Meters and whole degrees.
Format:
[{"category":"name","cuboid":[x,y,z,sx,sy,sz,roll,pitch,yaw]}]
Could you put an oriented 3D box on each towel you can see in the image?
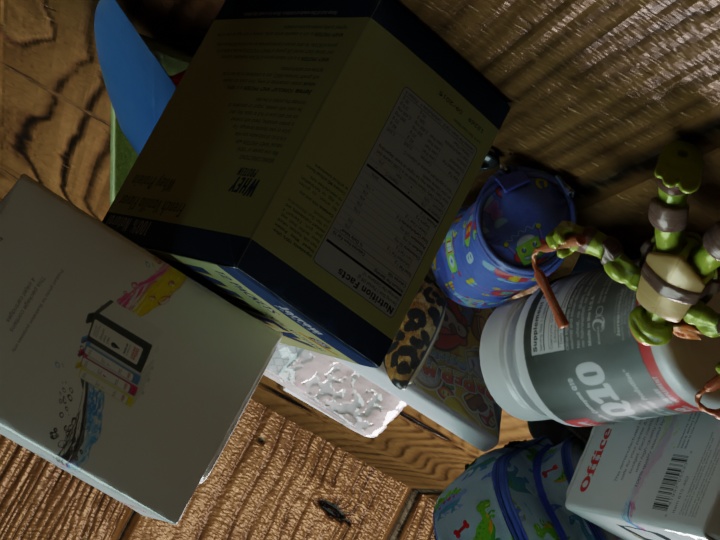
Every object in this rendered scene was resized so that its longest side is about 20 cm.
[{"category":"towel","cuboid":[0.001,0.051,1.543,0.190,0.200,0.032,30,-154,-25]}]

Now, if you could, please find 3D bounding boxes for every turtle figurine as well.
[{"category":"turtle figurine","cuboid":[0.210,0.004,1.043,0.199,0.064,0.162,38,140,18]}]

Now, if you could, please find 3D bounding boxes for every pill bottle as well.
[{"category":"pill bottle","cuboid":[0.186,0.054,1.207,0.113,0.115,0.199,34,152,-26]}]

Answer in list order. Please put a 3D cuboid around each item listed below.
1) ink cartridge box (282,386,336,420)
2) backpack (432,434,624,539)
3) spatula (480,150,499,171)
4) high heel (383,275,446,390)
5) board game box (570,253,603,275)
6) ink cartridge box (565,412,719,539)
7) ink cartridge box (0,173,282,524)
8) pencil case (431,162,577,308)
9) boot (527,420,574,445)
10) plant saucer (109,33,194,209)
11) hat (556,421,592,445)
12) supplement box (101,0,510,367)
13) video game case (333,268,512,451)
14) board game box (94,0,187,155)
[{"category":"ink cartridge box","cuboid":[-0.003,0.073,1.725,0.083,0.145,0.200,29,168,-6]},{"category":"backpack","cuboid":[0.156,0.231,1.394,0.184,0.146,0.200,62,-158,9]},{"category":"spatula","cuboid":[0.046,-0.083,1.274,0.056,0.021,0.199,36,165,-28]},{"category":"high heel","cuboid":[0.000,0.000,1.347,0.142,0.201,0.071,28,133,-17]},{"category":"board game box","cuboid":[0.278,0.055,1.295,0.199,0.037,0.151,19,165,40]},{"category":"ink cartridge box","cuboid":[0.258,0.138,1.242,0.082,0.147,0.200,28,168,-19]},{"category":"ink cartridge box","cuboid":[-0.181,0.056,1.092,0.199,0.146,0.147,32,167,-13]},{"category":"pencil case","cuboid":[0.105,-0.024,1.250,0.077,0.088,0.200,-13,173,-9]},{"category":"boot","cuboid":[0.267,0.169,1.546,0.173,0.070,0.200,1,-145,-46]},{"category":"plant saucer","cuboid":[-0.114,-0.089,1.356,0.198,0.048,0.202,23,128,22]},{"category":"hat","cuboid":[0.223,0.099,1.447,0.199,0.081,0.201,28,-165,-8]},{"category":"supplement box","cuboid":[-0.042,-0.065,1.113,0.134,0.201,0.199,36,165,-33]},{"category":"video game case","cuboid":[0.049,0.037,1.430,0.199,0.183,0.023,33,133,-23]},{"category":"board game box","cuboid":[-0.144,-0.122,1.277,0.201,0.039,0.159,54,157,25]}]
